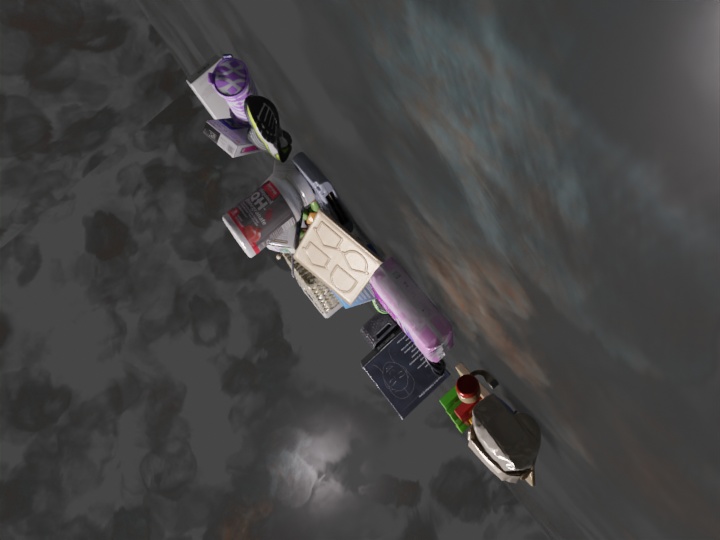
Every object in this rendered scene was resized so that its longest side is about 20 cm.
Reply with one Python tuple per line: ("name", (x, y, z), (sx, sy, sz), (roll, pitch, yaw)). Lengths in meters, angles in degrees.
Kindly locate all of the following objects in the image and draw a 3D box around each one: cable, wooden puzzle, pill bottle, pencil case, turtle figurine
("cable", (0.173, 0.207, 1.583), (0.202, 0.050, 0.163), (55, 175, -37))
("wooden puzzle", (-0.051, -0.034, 1.318), (0.184, 0.047, 0.201), (39, 139, 1))
("pill bottle", (-0.199, -0.133, 1.269), (0.112, 0.198, 0.111), (49, 170, 12))
("pencil case", (-0.257, -0.366, 1.200), (0.200, 0.082, 0.087), (80, 180, -83))
("turtle figurine", (-0.127, -0.126, 1.481), (0.141, 0.202, 0.197), (-6, 128, 42))

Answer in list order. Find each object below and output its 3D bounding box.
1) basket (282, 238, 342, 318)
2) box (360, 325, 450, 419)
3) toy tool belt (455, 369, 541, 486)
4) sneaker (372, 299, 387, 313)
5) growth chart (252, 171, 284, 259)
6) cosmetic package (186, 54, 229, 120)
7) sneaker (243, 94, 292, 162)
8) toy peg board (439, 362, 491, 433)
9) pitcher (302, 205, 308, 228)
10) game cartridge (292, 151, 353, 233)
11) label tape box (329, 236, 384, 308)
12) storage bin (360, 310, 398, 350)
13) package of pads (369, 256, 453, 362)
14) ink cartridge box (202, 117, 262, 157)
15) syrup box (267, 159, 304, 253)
("basket", (-0.099, -0.015, 1.679), (0.199, 0.198, 0.162), (46, 173, 39))
("box", (0.132, 0.295, 1.729), (0.198, 0.199, 0.124), (51, 177, -2))
("toy tool belt", (0.250, 0.297, 1.057), (0.200, 0.123, 0.125), (48, 167, 43))
("sneaker", (0.040, 0.029, 1.505), (0.201, 0.077, 0.083), (50, 158, -22))
("growth chart", (-0.206, -0.155, 1.504), (0.017, 0.145, 0.205), (3, 124, 40))
("cosmetic package", (-0.341, -0.429, 1.466), (0.202, 0.107, 0.085), (56, 173, -34))
("sneaker", (-0.211, -0.298, 1.208), (0.078, 0.076, 0.201), (15, 162, 15))
("toy peg board", (0.282, 0.352, 1.315), (0.199, 0.097, 0.201), (47, 174, 45))
("pitcher", (-0.211, -0.195, 1.722), (0.172, 0.116, 0.208), (-91, -2, -71))
("game cartridge", (-0.086, -0.177, 1.306), (0.133, 0.041, 0.201), (45, 172, 32))
("label tape box", (0.000, 0.000, 1.393), (0.196, 0.067, 0.144), (-21, 118, 38))
("storage bin", (0.097, 0.242, 2.069), (0.094, 0.134, 0.201), (45, 173, 36))
("package of pads", (0.103, 0.081, 1.139), (0.201, 0.075, 0.121), (50, 173, 22))
("ink cartridge box", (-0.265, -0.313, 1.314), (0.094, 0.038, 0.200), (38, -150, 7))
("syrup box", (-0.177, -0.151, 1.370), (0.078, 0.208, 0.079), (6, 173, 3))
